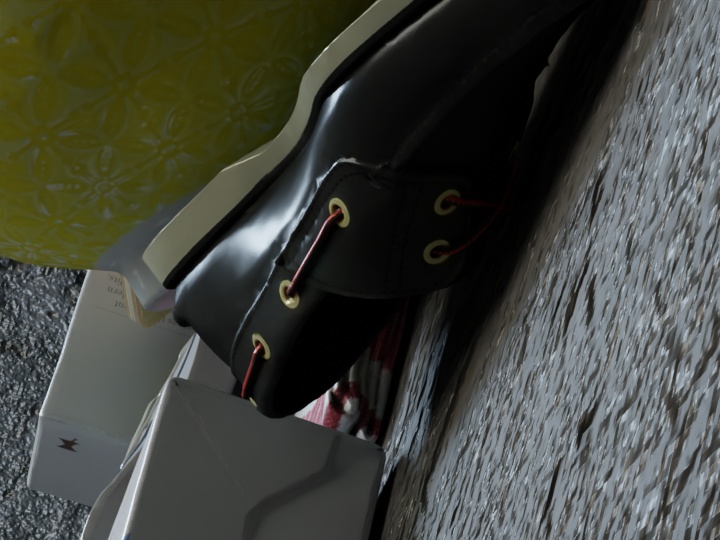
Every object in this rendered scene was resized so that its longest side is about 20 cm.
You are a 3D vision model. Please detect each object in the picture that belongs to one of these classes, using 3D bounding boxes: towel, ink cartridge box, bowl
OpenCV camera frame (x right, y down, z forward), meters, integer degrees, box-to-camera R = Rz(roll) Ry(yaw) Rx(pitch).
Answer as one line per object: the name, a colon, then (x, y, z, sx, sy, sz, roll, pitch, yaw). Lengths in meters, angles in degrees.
towel: (0.000, 0.000, 0.833, 0.144, 0.023, 0.201, 114, 172, -56)
ink cartridge box: (-0.057, 0.134, 0.729, 0.200, 0.067, 0.116, 115, 171, -55)
bowl: (-0.054, -0.053, 0.751, 0.108, 0.199, 0.200, 62, 168, 4)

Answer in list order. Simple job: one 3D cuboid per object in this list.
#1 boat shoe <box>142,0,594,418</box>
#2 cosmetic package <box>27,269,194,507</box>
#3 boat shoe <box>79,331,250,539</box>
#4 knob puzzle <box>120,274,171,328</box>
boat shoe: (0.013, -0.028, 0.603, 0.073, 0.063, 0.201, -31, -9, -38)
cosmetic package: (-0.061, 0.003, 1.027, 0.071, 0.101, 0.201, 115, 172, -59)
boat shoe: (-0.054, 0.071, 0.909, 0.066, 0.071, 0.201, 108, 178, -60)
knob puzzle: (-0.035, -0.103, 0.948, 0.219, 0.030, 0.221, -35, -42, -39)
